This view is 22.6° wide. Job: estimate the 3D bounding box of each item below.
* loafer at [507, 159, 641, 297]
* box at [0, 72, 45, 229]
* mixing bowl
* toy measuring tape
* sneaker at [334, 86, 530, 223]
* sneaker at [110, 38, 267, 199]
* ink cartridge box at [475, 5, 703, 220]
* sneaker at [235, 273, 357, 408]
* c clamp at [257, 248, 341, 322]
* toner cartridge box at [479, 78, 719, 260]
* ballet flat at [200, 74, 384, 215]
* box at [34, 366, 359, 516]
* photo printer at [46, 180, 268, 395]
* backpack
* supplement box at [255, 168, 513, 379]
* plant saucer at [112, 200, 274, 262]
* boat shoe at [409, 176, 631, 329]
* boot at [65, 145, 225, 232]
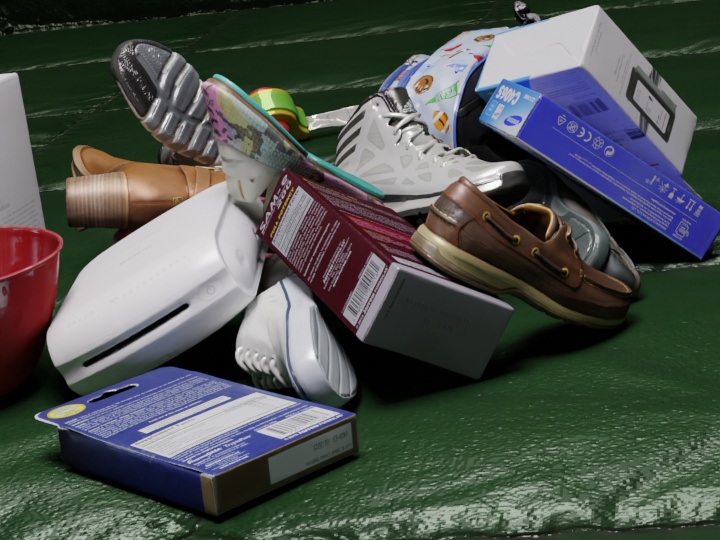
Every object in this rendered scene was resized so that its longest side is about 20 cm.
[{"bbox_3d":[0.165,-0.027,1.465,0.063,0.072,0.200,30,13,-25],"label":"loafer"},{"bbox_3d":[-0.375,-0.064,1.605,0.151,0.201,0.106,-2,16,17],"label":"box"},{"bbox_3d":[-0.315,0.045,1.361,0.199,0.109,0.200,-7,15,2],"label":"mixing bowl"},{"bbox_3d":[-0.073,-0.190,2.151,0.199,0.074,0.074,-12,16,-10],"label":"toy measuring tape"},{"bbox_3d":[0.049,-0.099,1.488,0.200,0.116,0.075,-7,-4,42],"label":"sneaker"},{"bbox_3d":[-0.170,-0.125,1.643,0.115,0.200,0.075,-8,46,53],"label":"sneaker"},{"bbox_3d":[0.207,-0.131,1.558,0.116,0.200,0.068,-9,50,43],"label":"ink cartridge box"},{"bbox_3d":[-0.050,0.061,1.286,0.071,0.073,0.200,-31,15,3],"label":"sneaker"},{"bbox_3d":[0.000,0.000,1.449,0.199,0.027,0.171,12,25,14],"label":"c clamp"},{"bbox_3d":[0.199,-0.083,1.483,0.199,0.043,0.095,31,3,-19],"label":"toner cartridge box"},{"bbox_3d":[-0.061,-0.074,1.401,0.200,0.071,0.069,34,1,-41],"label":"ballet flat"},{"bbox_3d":[-0.111,0.107,1.183,0.121,0.033,0.199,-20,21,-39],"label":"box"},{"bbox_3d":[-0.152,0.014,1.376,0.166,0.070,0.200,-30,15,11],"label":"photo printer"},{"bbox_3d":[0.093,-0.119,1.629,0.153,0.201,0.190,-7,18,26],"label":"backpack"},{"bbox_3d":[0.013,0.000,1.312,0.108,0.061,0.200,20,13,-32],"label":"supplement box"},{"bbox_3d":[-0.120,-0.022,1.618,0.199,0.051,0.201,-6,16,2],"label":"plant saucer"},{"bbox_3d":[0.128,-0.011,1.296,0.199,0.068,0.072,21,12,-35],"label":"boat shoe"},{"bbox_3d":[-0.181,-0.074,1.611,0.154,0.077,0.200,-2,5,-6],"label":"boot"}]
